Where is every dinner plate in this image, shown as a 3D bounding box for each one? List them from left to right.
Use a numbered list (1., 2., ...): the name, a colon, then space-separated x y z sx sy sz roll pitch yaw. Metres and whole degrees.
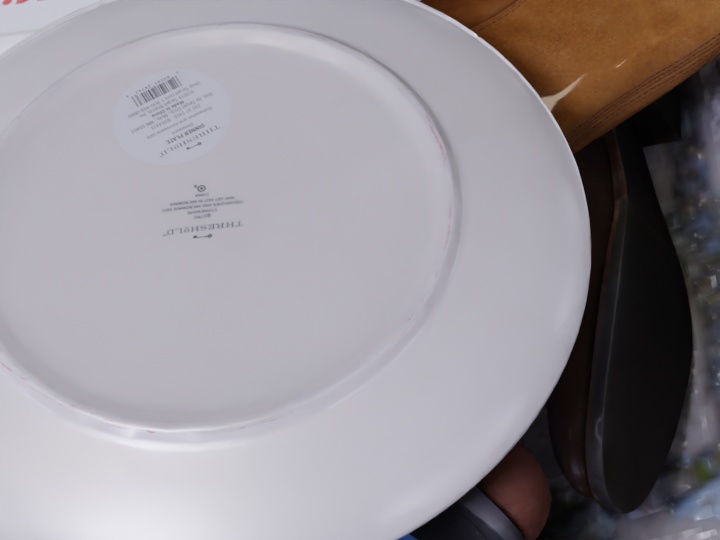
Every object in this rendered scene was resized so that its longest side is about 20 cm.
1. dinner plate: -0.039 -0.008 0.699 0.199 0.024 0.201 -4 54 5

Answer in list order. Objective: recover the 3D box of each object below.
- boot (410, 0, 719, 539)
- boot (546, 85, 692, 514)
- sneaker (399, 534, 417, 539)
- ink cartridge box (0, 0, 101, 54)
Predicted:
1. boot: 0.056 -0.027 0.751 0.200 0.069 0.188 -36 41 -8
2. boot: 0.000 0.000 0.827 0.199 0.064 0.187 -8 55 22
3. sneaker: 0.032 0.132 0.753 0.200 0.077 0.111 35 85 36
4. ink cartridge box: -0.095 -0.116 0.877 0.145 0.085 0.200 -4 50 27
